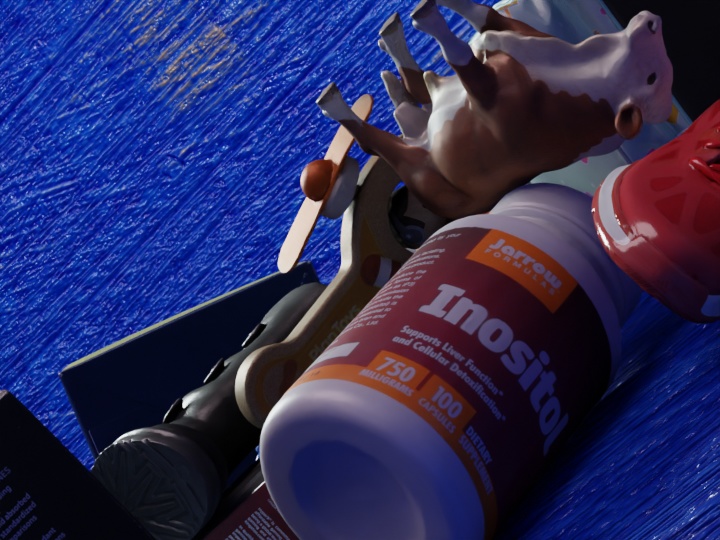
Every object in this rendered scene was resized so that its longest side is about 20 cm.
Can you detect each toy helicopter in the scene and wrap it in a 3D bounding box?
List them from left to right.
[{"bbox_3d":[0.000,0.000,1.275,0.200,0.132,0.079,-48,18,-22],"label":"toy helicopter"}]

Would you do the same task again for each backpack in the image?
[{"bbox_3d":[0.150,-0.114,1.403,0.153,0.176,0.200,-40,-2,-8],"label":"backpack"}]

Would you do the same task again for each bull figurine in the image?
[{"bbox_3d":[0.065,-0.085,1.170,0.065,0.121,0.200,-53,9,-33],"label":"bull figurine"}]

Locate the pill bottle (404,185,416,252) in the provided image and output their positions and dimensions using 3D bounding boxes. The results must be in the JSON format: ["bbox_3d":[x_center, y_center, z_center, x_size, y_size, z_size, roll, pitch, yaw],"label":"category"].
[{"bbox_3d":[0.067,-0.012,1.541,0.114,0.114,0.200,-41,0,38],"label":"pill bottle"}]

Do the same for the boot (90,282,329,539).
[{"bbox_3d":[-0.066,0.077,1.340,0.200,0.066,0.165,-40,1,-36],"label":"boot"}]

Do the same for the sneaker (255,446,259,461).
[{"bbox_3d":[-0.049,0.110,1.562,0.200,0.111,0.077,-42,4,39],"label":"sneaker"}]

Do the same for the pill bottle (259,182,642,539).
[{"bbox_3d":[0.050,0.047,1.113,0.200,0.113,0.113,-48,5,-41],"label":"pill bottle"}]

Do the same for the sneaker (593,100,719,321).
[{"bbox_3d":[0.172,-0.060,1.048,0.116,0.078,0.200,-52,0,28],"label":"sneaker"}]

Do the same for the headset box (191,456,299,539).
[{"bbox_3d":[-0.052,0.155,1.327,0.200,0.077,0.149,-45,3,17],"label":"headset box"}]

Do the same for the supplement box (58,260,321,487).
[{"bbox_3d":[-0.105,0.093,1.787,0.199,0.135,0.200,-24,1,-6],"label":"supplement box"}]

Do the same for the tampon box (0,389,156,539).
[{"bbox_3d":[-0.125,0.164,1.012,0.126,0.200,0.150,-44,3,-9],"label":"tampon box"}]
